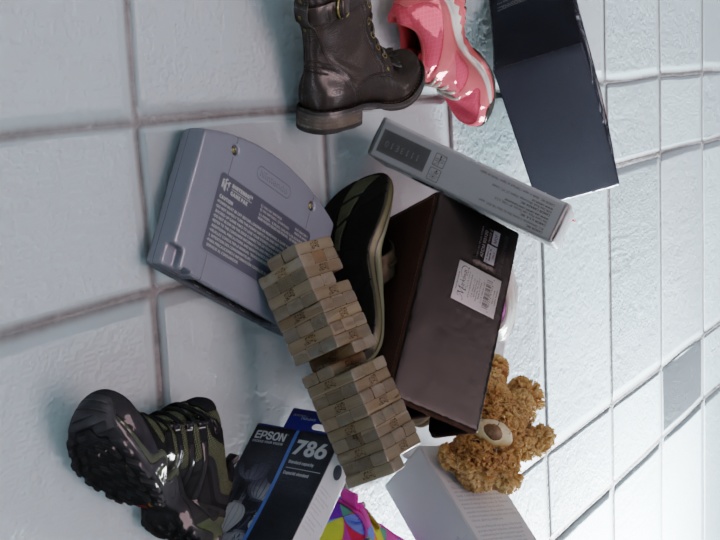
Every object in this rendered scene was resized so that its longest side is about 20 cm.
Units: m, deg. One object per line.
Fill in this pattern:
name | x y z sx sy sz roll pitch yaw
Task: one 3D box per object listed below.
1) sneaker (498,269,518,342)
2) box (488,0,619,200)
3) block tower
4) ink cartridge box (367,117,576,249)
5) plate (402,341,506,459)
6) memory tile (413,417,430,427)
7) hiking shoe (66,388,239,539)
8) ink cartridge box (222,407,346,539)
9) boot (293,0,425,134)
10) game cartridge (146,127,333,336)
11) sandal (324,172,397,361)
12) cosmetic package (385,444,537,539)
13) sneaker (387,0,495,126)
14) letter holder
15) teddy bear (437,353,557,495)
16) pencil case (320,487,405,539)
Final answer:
sneaker | 0.136 -0.012 1.252 0.100 0.074 0.203 43 40 -62
box | 0.228 -0.217 1.305 0.184 0.103 0.201 -84 155 -48
block tower | -0.017 0.076 0.931 0.057 0.054 0.203 -16 82 -54
ink cartridge box | 0.117 -0.081 1.103 0.044 0.198 0.173 -63 167 2
plate | 0.103 0.128 1.262 0.199 0.032 0.203 29 69 -53
memory tile | 0.082 0.063 1.128 0.017 0.152 0.203 28 68 -29
hiking shoe | -0.155 0.133 0.848 0.201 0.075 0.102 65 34 -49
ink cartridge box | -0.071 0.195 0.945 0.039 0.098 0.201 59 46 -38
boot | 0.001 -0.231 1.014 0.199 0.068 0.177 -37 135 -47
game cartridge | -0.096 -0.034 0.944 0.200 0.041 0.135 35 60 -52
sandal | -0.001 0.001 1.030 0.057 0.079 0.204 38 48 -48
cosmetic package | 0.121 0.282 1.144 0.101 0.201 0.072 9 129 -45
sneaker | 0.079 -0.224 1.183 0.087 0.073 0.201 -45 132 -19
letter holder | 0.056 0.051 1.064 0.100 0.142 0.203 24 67 -23
teddy bear | 0.149 0.156 1.195 0.146 0.067 0.199 51 34 10
pencil case | 0.014 0.292 1.095 0.200 0.087 0.089 51 52 -49
